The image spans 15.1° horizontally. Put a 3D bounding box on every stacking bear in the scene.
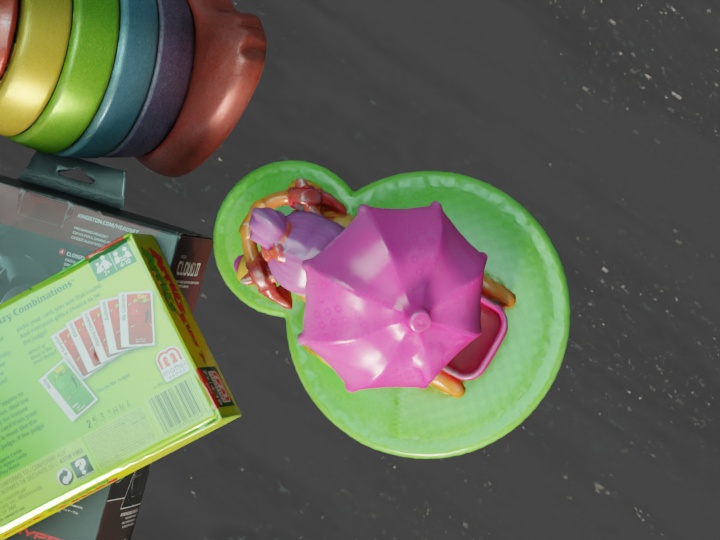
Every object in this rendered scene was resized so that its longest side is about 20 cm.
[{"bbox_3d":[-0.167,-0.119,1.360,0.114,0.199,0.122,-61,34,26],"label":"stacking bear"}]

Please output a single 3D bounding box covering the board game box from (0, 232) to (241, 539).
[{"bbox_3d":[-0.171,0.072,1.339,0.200,0.048,0.102,-28,84,8],"label":"board game box"}]

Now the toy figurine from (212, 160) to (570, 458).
[{"bbox_3d":[0.000,0.000,1.334,0.200,0.184,0.150,30,89,11],"label":"toy figurine"}]

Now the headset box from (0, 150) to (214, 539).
[{"bbox_3d":[-0.172,0.039,1.402,0.148,0.077,0.201,15,90,10],"label":"headset box"}]
